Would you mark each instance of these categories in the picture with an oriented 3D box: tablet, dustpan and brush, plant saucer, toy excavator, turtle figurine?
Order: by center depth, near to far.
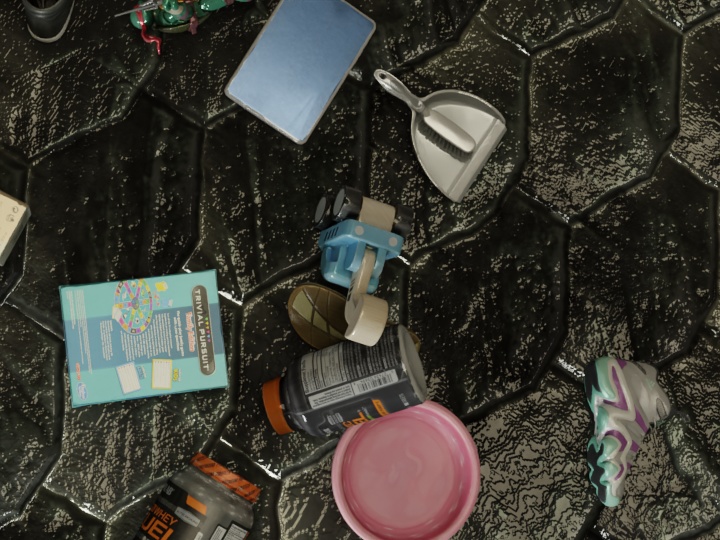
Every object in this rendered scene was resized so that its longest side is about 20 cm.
[{"bbox_3d":[0.000,0.000,1.644,0.099,0.194,0.202,17,77,-19],"label":"toy excavator"},{"bbox_3d":[-0.228,-0.356,1.679,0.198,0.101,0.150,-18,49,-14],"label":"turtle figurine"},{"bbox_3d":[0.057,0.267,1.715,0.198,0.051,0.203,1,85,-12],"label":"plant saucer"},{"bbox_3d":[-0.079,-0.284,1.745,0.130,0.014,0.201,33,81,-8],"label":"tablet"},{"bbox_3d":[0.094,-0.203,1.752,0.199,0.057,0.140,35,80,-7],"label":"dustpan and brush"}]

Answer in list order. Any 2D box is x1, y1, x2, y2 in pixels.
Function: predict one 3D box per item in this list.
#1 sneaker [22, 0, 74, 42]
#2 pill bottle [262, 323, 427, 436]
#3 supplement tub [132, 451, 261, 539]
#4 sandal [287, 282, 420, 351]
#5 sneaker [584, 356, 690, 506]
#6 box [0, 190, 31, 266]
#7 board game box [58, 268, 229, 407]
[{"bbox_3d":[-0.381,-0.396,1.645,0.070,0.099,0.202,11,82,-9],"label":"sneaker"},{"bbox_3d":[-0.023,0.146,1.660,0.198,0.106,0.107,-19,90,11],"label":"pill bottle"},{"bbox_3d":[-0.213,0.335,1.615,0.122,0.122,0.201,32,79,-8],"label":"supplement tub"},{"bbox_3d":[-0.012,0.071,1.712,0.199,0.054,0.081,23,109,-25],"label":"sandal"},{"bbox_3d":[0.382,0.217,1.775,0.138,0.078,0.202,0,86,-11],"label":"sneaker"},{"bbox_3d":[-0.511,-0.088,1.597,0.199,0.095,0.078,29,80,-10],"label":"box"},{"bbox_3d":[-0.275,0.085,1.658,0.198,0.047,0.153,-6,87,-13],"label":"board game box"}]
